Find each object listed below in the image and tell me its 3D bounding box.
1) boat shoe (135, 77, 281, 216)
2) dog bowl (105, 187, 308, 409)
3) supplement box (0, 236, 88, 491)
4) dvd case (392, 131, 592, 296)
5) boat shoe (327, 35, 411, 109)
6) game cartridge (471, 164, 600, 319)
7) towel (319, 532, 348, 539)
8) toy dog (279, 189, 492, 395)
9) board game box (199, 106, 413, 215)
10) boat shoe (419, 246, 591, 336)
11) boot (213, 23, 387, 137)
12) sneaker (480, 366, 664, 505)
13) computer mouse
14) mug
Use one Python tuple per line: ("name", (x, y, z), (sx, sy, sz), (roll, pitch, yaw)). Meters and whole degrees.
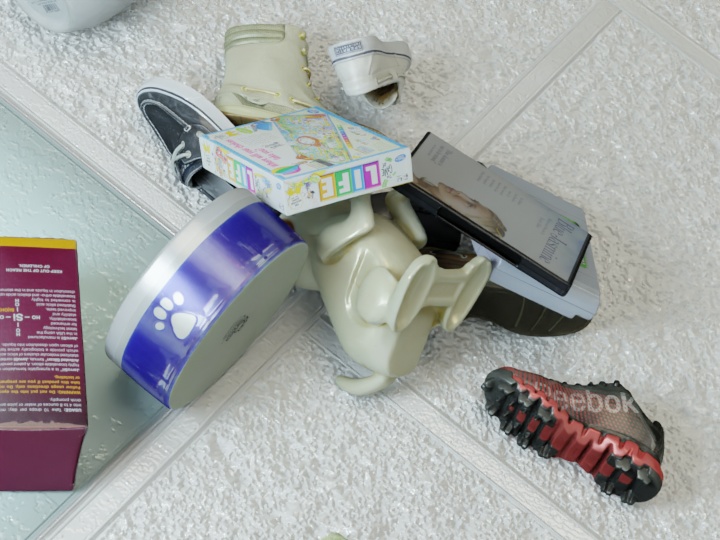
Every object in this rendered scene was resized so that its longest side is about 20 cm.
("boat shoe", (-0.161, -0.115, 1.836), (0.200, 0.072, 0.068), (43, 51, 5))
("dog bowl", (-0.138, 0.027, 1.651), (0.079, 0.201, 0.200), (40, 52, 9))
("supplement box", (-0.295, 0.083, 1.614), (0.085, 0.111, 0.202), (2, 54, -16))
("dvd case", (0.130, -0.058, 1.770), (0.199, 0.018, 0.143), (33, 26, 2))
("boat shoe", (0.016, -0.204, 1.919), (0.070, 0.200, 0.071), (-14, 90, 11))
("game cartridge", (0.172, -0.034, 1.833), (0.132, 0.041, 0.201), (21, 29, -12))
("towel", (-0.012, 0.330, 1.573), (0.148, 0.037, 0.200), (-30, 67, -33))
("toy dog", (0.000, 0.000, 1.759), (0.200, 0.195, 0.139), (39, 30, 30))
("board game box", (-0.055, -0.108, 1.729), (0.133, 0.035, 0.200), (-16, 22, -23))
("boat shoe", (0.142, 0.014, 1.837), (0.198, 0.072, 0.068), (11, 45, -17))
("boot", (-0.057, -0.183, 1.919), (0.198, 0.072, 0.156), (12, 49, -9))
("sneaker", (0.213, 0.142, 1.767), (0.199, 0.071, 0.098), (29, 51, 1))
("computer mouse", (0.061, -0.075, 1.892), (0.198, 0.046, 0.142), (2, 55, -17))
("mug", (-0.265, -0.335, 1.891), (0.199, 0.148, 0.176), (13, 52, 38))
